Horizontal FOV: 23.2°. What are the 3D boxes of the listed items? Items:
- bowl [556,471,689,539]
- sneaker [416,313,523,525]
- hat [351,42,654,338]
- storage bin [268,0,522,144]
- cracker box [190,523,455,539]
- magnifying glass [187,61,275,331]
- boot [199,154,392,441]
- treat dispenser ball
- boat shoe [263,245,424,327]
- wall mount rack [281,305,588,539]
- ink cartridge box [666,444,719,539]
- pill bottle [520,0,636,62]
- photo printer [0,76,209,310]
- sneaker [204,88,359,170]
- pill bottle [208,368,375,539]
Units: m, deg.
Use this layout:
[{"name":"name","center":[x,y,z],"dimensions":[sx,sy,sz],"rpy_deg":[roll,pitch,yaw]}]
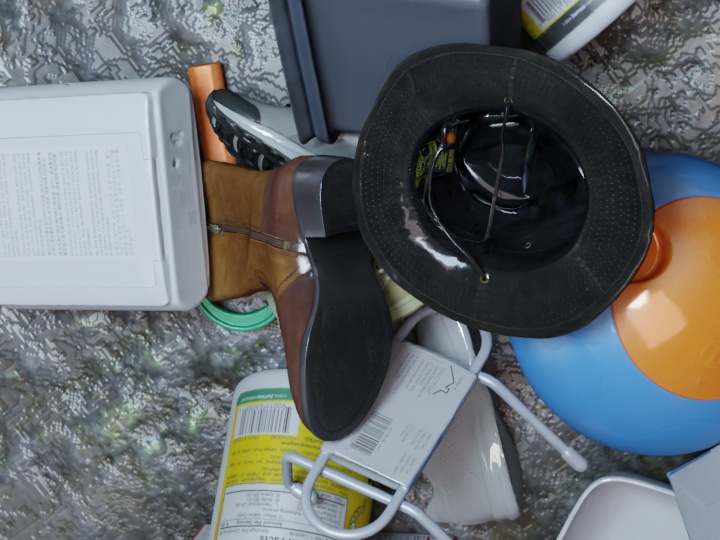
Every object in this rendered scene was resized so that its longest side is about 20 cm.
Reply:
[{"name":"bowl","center":[0.223,0.251,1.271],"dimensions":[0.200,0.075,0.200],"rpy_deg":[22,103,5]},{"name":"sneaker","center":[0.055,0.094,1.270],"dimensions":[0.088,0.075,0.200],"rpy_deg":[-11,101,13]},{"name":"hat","center":[0.098,-0.054,1.088],"dimensions":[0.201,0.081,0.201],"rpy_deg":[9,108,29]},{"name":"storage bin","center":[0.034,-0.171,1.136],"dimensions":[0.134,0.200,0.146],"rpy_deg":[13,60,13]},{"name":"cracker box","center":[-0.028,0.267,1.326],"dimensions":[0.200,0.058,0.134],"rpy_deg":[2,101,11]},{"name":"magnifying glass","center":[-0.098,-0.053,1.296],"dimensions":[0.080,0.022,0.200],"rpy_deg":[-7,101,11]},{"name":"boot","center":[-0.063,0.015,1.195],"dimensions":[0.068,0.200,0.188],"rpy_deg":[-9,95,-32]},{"name":"treat dispenser ball","center":[0.197,0.022,1.165],"dimensions":[0.201,0.201,0.201],"rpy_deg":[2,101,10]},{"name":"boat shoe","center":[0.000,0.000,1.212],"dimensions":[0.200,0.073,0.063],"rpy_deg":[-22,110,43]},{"name":"wall mount rack","center":[0.051,0.124,1.171],"dimensions":[0.174,0.200,0.075],"rpy_deg":[23,148,18]},{"name":"ink cartridge box","center":[0.324,0.130,1.180],"dimensions":[0.200,0.115,0.068],"rpy_deg":[-11,74,-24]},{"name":"pill bottle","center":[0.110,-0.248,1.172],"dimensions":[0.114,0.114,0.200],"rpy_deg":[-40,92,15]},{"name":"photo printer","center":[-0.211,-0.053,1.270],"dimensions":[0.200,0.069,0.166],"rpy_deg":[-1,99,27]},{"name":"sneaker","center":[-0.015,-0.088,1.251],"dimensions":[0.200,0.074,0.079],"rpy_deg":[21,74,1]},{"name":"pill bottle","center":[-0.050,0.181,1.239],"dimensions":[0.113,0.113,0.200],"rpy_deg":[4,66,9]}]
